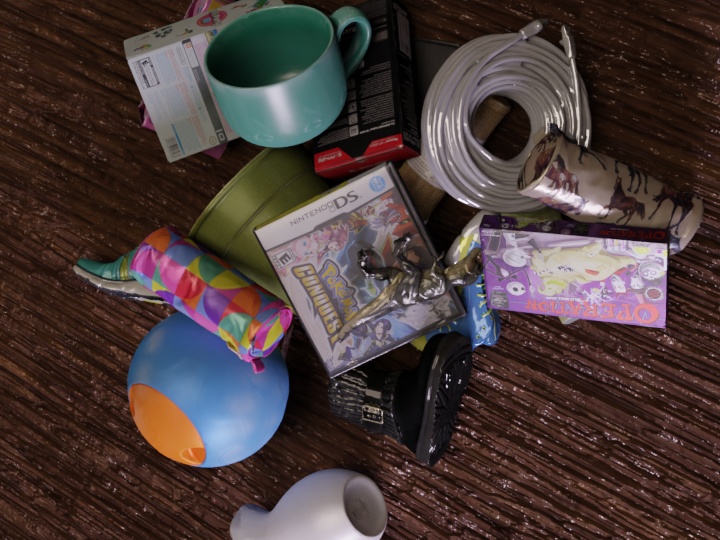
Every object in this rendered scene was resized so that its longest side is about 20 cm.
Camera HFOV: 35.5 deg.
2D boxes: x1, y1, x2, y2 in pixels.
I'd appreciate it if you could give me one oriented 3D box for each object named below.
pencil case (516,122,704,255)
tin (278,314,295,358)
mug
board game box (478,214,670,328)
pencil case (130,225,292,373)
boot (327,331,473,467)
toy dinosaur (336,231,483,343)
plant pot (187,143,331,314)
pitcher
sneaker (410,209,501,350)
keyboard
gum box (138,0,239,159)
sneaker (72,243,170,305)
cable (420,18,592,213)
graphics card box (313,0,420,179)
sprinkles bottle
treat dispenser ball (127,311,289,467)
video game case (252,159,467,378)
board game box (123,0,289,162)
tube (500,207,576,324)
[{"bbox_3d":[0.269,-0.084,1.206,0.200,0.090,0.078,23,151,-12],"label":"pencil case"},{"bbox_3d":[-0.148,0.084,1.511,0.112,0.042,0.200,19,103,21],"label":"tin"},{"bbox_3d":[-0.077,-0.218,1.300,0.185,0.115,0.152,-6,48,11],"label":"mug"},{"bbox_3d":[0.232,0.001,1.220,0.200,0.032,0.120,5,136,21],"label":"board game box"},{"bbox_3d":[-0.175,0.030,1.319,0.200,0.088,0.088,35,109,18],"label":"pencil case"},{"bbox_3d":[0.041,0.133,1.361,0.158,0.079,0.211,29,131,22],"label":"boot"},{"bbox_3d":[0.043,0.009,1.268,0.200,0.047,0.088,-26,107,12],"label":"toy dinosaur"},{"bbox_3d":[-0.079,-0.035,1.397,0.190,0.200,0.200,45,113,4],"label":"plant pot"},{"bbox_3d":[-0.049,0.348,1.447,0.200,0.121,0.172,-30,100,37],"label":"pitcher"},{"bbox_3d":[0.139,0.025,1.344,0.105,0.076,0.200,33,116,9],"label":"sneaker"},{"bbox_3d":[0.030,-0.231,1.403,0.200,0.021,0.127,15,94,27],"label":"keyboard"},{"bbox_3d":[-0.190,-0.260,1.455,0.200,0.113,0.066,-58,28,19],"label":"gum box"},{"bbox_3d":[-0.311,0.002,1.582,0.200,0.078,0.080,7,78,22],"label":"sneaker"},{"bbox_3d":[0.161,-0.163,1.254,0.200,0.069,0.200,-20,98,-13],"label":"cable"},{"bbox_3d":[0.001,-0.220,1.359,0.125,0.051,0.200,-14,73,29],"label":"graphics card box"},{"bbox_3d":[0.096,-0.135,1.348,0.068,0.068,0.200,44,112,18],"label":"sprinkles bottle"},{"bbox_3d":[-0.189,0.144,1.405,0.200,0.201,0.201,2,95,27],"label":"treat dispenser ball"},{"bbox_3d":[0.000,0.000,1.303,0.180,0.026,0.200,-26,99,9],"label":"video game case"},{"bbox_3d":[-0.172,-0.241,1.394,0.200,0.064,0.148,-20,124,-4],"label":"board game box"},{"bbox_3d":[0.215,-0.038,1.309,0.200,0.058,0.052,64,155,12],"label":"tube"}]
